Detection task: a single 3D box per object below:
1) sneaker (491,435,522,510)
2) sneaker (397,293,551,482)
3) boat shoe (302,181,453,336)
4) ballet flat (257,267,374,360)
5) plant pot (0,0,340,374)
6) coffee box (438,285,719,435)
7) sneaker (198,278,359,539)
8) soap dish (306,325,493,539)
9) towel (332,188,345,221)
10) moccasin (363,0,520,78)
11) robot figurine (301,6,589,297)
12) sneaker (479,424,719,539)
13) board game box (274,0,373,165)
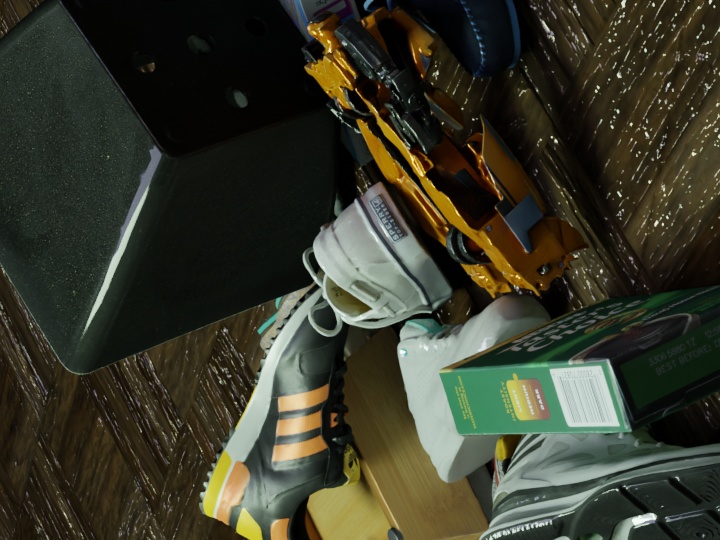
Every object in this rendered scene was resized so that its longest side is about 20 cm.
[{"bbox_3d":[0.133,0.150,1.466,0.200,0.078,0.082,24,128,57],"label":"sneaker"},{"bbox_3d":[0.059,0.058,1.545,0.089,0.075,0.200,54,154,19],"label":"sneaker"},{"bbox_3d":[0.002,0.004,1.528,0.075,0.086,0.202,58,-178,9],"label":"boat shoe"},{"bbox_3d":[-0.024,0.035,1.723,0.067,0.068,0.200,50,167,4],"label":"ballet flat"},{"bbox_3d":[-0.125,-0.089,1.534,0.200,0.199,0.178,55,143,19],"label":"plant pot"},{"bbox_3d":[0.137,0.048,1.320,0.200,0.123,0.044,-10,101,67],"label":"coffee box"},{"bbox_3d":[-0.029,0.097,1.620,0.090,0.070,0.200,31,112,10],"label":"sneaker"},{"bbox_3d":[0.010,0.147,1.720,0.158,0.081,0.200,63,155,13],"label":"soap dish"},{"bbox_3d":[-0.085,-0.116,1.708,0.193,0.035,0.200,43,161,45],"label":"towel"},{"bbox_3d":[0.021,-0.189,1.436,0.200,0.068,0.081,58,154,23],"label":"moccasin"},{"bbox_3d":[0.042,-0.073,1.419,0.200,0.058,0.145,52,168,-8],"label":"robot figurine"},{"bbox_3d":[0.156,0.099,1.379,0.200,0.116,0.076,-18,133,38],"label":"sneaker"},{"bbox_3d":[-0.040,-0.175,1.540,0.135,0.034,0.200,53,170,38],"label":"board game box"}]
